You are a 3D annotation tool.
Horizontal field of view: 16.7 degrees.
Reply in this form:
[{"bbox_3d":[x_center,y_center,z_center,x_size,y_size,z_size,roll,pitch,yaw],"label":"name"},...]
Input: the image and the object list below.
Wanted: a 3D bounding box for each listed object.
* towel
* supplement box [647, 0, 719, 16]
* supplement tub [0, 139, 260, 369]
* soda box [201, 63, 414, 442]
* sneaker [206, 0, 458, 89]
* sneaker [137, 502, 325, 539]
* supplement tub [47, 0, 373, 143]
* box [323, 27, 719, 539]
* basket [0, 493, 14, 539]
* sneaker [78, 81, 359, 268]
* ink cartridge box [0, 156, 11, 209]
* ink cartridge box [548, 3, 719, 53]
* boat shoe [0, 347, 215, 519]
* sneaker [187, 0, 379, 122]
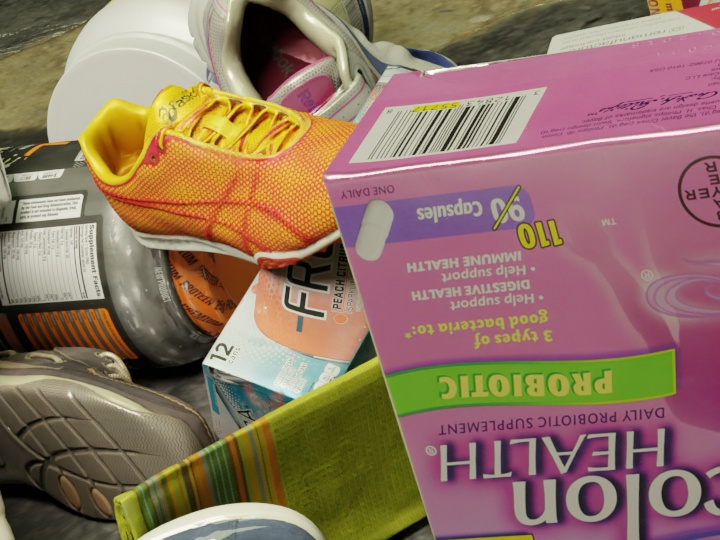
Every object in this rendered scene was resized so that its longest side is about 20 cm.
[{"bbox_3d":[-0.009,0.086,1.032,0.200,0.086,0.018,-28,33,-23],"label":"towel"},{"bbox_3d":[0.262,-0.151,1.332,0.199,0.111,0.086,1,30,36],"label":"supplement box"},{"bbox_3d":[-0.144,-0.008,1.284,0.199,0.123,0.123,-4,27,27],"label":"supplement tub"},{"bbox_3d":[0.000,0.000,1.150,0.063,0.069,0.200,19,56,17],"label":"soda box"},{"bbox_3d":[0.005,-0.094,1.371,0.199,0.081,0.115,22,5,-11],"label":"sneaker"},{"bbox_3d":[-0.096,0.163,0.950,0.200,0.075,0.085,-29,23,-2],"label":"sneaker"},{"bbox_3d":[-0.088,-0.117,1.454,0.145,0.145,0.200,-5,27,25],"label":"supplement tub"},{"bbox_3d":[0.103,0.020,0.959,0.175,0.201,0.097,-6,27,23],"label":"box"},{"bbox_3d":[-0.228,0.101,1.057,0.123,0.136,0.200,-18,9,-17],"label":"basket"},{"bbox_3d":[-0.058,-0.048,1.115,0.200,0.077,0.073,-2,44,43],"label":"sneaker"},{"bbox_3d":[-0.297,-0.031,1.216,0.200,0.086,0.147,-28,-17,31],"label":"ink cartridge box"},{"bbox_3d":[0.160,-0.057,1.213,0.147,0.086,0.200,-10,24,17],"label":"ink cartridge box"},{"bbox_3d":[-0.140,0.066,1.182,0.200,0.075,0.073,6,33,40],"label":"boat shoe"},{"bbox_3d":[-0.020,-0.073,1.260,0.081,0.200,0.088,-41,1,2],"label":"sneaker"}]
